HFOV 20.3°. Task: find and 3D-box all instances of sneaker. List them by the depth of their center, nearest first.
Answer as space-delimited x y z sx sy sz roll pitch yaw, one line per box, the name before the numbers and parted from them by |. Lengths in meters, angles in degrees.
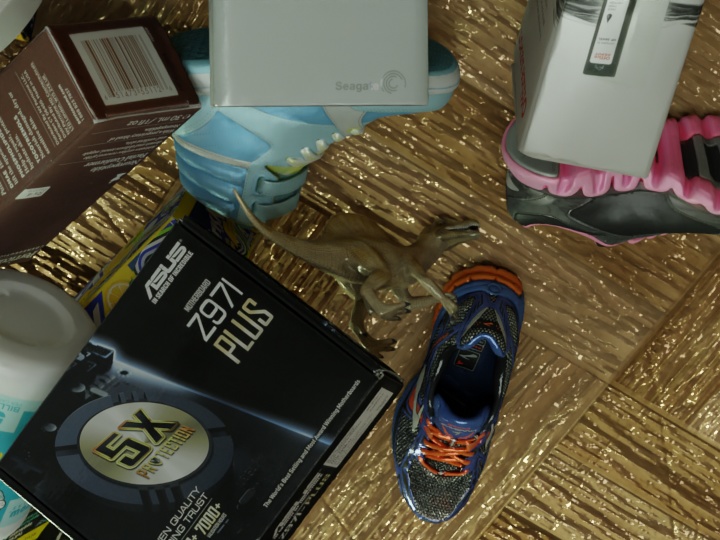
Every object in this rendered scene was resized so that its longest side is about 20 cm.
sneaker | -0.031 -0.088 1.299 0.199 0.080 0.131 3 118 14
sneaker | 0.186 -0.050 1.315 0.199 0.079 0.096 10 142 0
sneaker | 0.063 0.095 1.392 0.075 0.079 0.201 10 120 0

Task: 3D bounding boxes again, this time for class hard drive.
hard drive | -0.025 -0.199 1.200 0.131 0.026 0.201 -1 94 -12

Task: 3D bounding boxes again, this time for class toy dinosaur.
toy dinosaur | 0.000 0.000 1.299 0.199 0.101 0.058 2 140 -39

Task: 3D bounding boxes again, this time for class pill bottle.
pill bottle | -0.254 0.105 1.330 0.110 0.111 0.200 23 120 -8

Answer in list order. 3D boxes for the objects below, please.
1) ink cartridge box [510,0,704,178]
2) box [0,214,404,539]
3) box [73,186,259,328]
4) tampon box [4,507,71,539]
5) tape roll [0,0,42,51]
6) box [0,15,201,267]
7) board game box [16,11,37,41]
ink cartridge box | 0.154 -0.178 1.191 0.084 0.146 0.201 11 121 -4
box | -0.098 0.096 1.251 0.164 0.086 0.200 37 90 13
box | -0.161 0.032 1.380 0.064 0.070 0.200 41 115 -12
tampon box | -0.187 0.252 1.432 0.150 0.200 0.126 -29 113 19
tape roll | -0.268 -0.200 1.115 0.201 0.071 0.203 0 85 -3
box | -0.205 -0.075 1.272 0.200 0.100 0.075 -35 78 37
board game box | -0.257 -0.250 1.182 0.165 0.057 0.201 12 86 0
